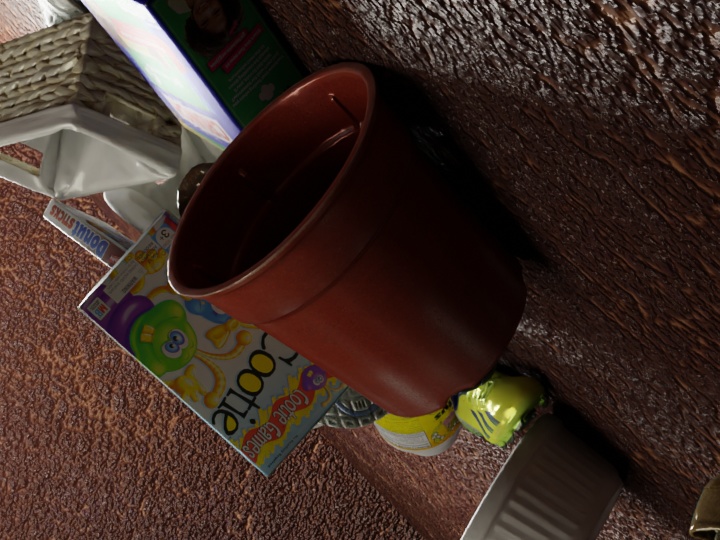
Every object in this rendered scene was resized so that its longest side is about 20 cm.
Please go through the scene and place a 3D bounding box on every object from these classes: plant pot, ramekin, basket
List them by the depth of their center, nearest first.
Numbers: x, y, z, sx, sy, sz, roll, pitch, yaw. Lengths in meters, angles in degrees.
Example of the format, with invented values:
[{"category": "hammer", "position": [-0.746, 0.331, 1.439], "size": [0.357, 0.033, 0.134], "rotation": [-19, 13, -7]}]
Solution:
[{"category": "plant pot", "position": [0.002, -0.008, 1.091], "size": [0.195, 0.201, 0.201], "rotation": [41, 173, -27]}, {"category": "ramekin", "position": [0.161, 0.238, 1.406], "size": [0.094, 0.202, 0.202], "rotation": [30, 166, 16]}, {"category": "basket", "position": [-0.273, -0.155, 1.479], "size": [0.200, 0.124, 0.135], "rotation": [-6, 158, 44]}, {"category": "basket", "position": [-0.136, -0.054, 1.528], "size": [0.200, 0.136, 0.123], "rotation": [34, 170, 43]}]

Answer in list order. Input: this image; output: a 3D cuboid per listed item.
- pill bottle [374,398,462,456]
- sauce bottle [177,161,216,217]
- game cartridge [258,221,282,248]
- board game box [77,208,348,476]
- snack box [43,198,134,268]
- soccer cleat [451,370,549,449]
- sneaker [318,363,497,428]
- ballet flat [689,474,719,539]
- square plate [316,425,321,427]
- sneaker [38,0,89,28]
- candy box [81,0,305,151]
[{"category": "pill bottle", "position": [0.055, 0.128, 1.614], "size": [0.104, 0.104, 0.200], "rotation": [40, 169, 26]}, {"category": "sauce bottle", "position": [-0.072, -0.056, 1.301], "size": [0.066, 0.066, 0.200], "rotation": [40, -159, 26]}, {"category": "game cartridge", "position": [0.000, 0.000, 1.252], "size": [0.200, 0.032, 0.176], "rotation": [46, -149, -13]}, {"category": "board game box", "position": [-0.117, 0.055, 1.245], "size": [0.200, 0.103, 0.105], "rotation": [43, 179, -8]}, {"category": "snack box", "position": [-0.241, -0.021, 1.508], "size": [0.072, 0.024, 0.200], "rotation": [27, -178, -38]}, {"category": "soccer cleat", "position": [0.120, 0.119, 1.435], "size": [0.084, 0.065, 0.200], "rotation": [47, 170, 2]}, {"category": "sneaker", "position": [0.026, 0.097, 1.412], "size": [0.087, 0.200, 0.075], "rotation": [-143, 44, -88]}, {"category": "ballet flat", "position": [0.310, 0.220, 1.065], "size": [0.200, 0.072, 0.068], "rotation": [39, 169, 29]}, {"category": "square plate", "position": [-0.035, 0.106, 1.697], "size": [0.198, 0.200, 0.028], "rotation": [60, -169, -54]}, {"category": "sneaker", "position": [-0.272, -0.256, 1.477], "size": [0.080, 0.070, 0.200], "rotation": [30, 163, 39]}, {"category": "candy box", "position": [-0.129, -0.177, 1.205], "size": [0.169, 0.077, 0.200], "rotation": [31, 165, 49]}]
